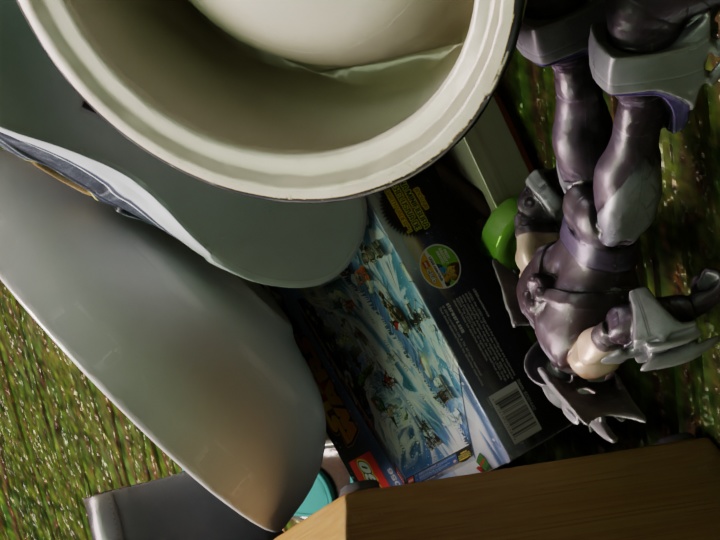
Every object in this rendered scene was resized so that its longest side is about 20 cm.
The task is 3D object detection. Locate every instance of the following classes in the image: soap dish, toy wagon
[{"bbox_3d":[0.051,0.129,1.033,0.157,0.199,0.082,140,120,-61],"label":"soap dish"},{"bbox_3d":[0.022,-0.010,1.114,0.155,0.039,0.201,41,145,36],"label":"toy wagon"}]

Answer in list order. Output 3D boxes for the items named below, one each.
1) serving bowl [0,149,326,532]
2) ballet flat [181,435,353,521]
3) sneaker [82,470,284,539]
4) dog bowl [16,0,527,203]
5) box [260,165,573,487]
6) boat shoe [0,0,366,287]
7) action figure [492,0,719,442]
[{"bbox_3d":[-0.080,0.015,1.062,0.200,0.066,0.200,47,-179,-1],"label":"serving bowl"},{"bbox_3d":[0.004,0.095,1.198,0.199,0.064,0.068,15,129,31],"label":"ballet flat"},{"bbox_3d":[-0.035,0.136,1.135,0.074,0.199,0.107,-18,80,40],"label":"sneaker"},{"bbox_3d":[-0.026,-0.128,0.873,0.199,0.074,0.201,13,124,20],"label":"dog bowl"},{"bbox_3d":[0.000,0.000,1.075,0.201,0.040,0.137,61,151,3],"label":"box"},{"bbox_3d":[-0.091,-0.061,0.988,0.200,0.071,0.091,30,177,-31],"label":"boat shoe"},{"bbox_3d":[0.092,-0.025,0.939,0.130,0.069,0.201,48,143,48],"label":"action figure"}]
